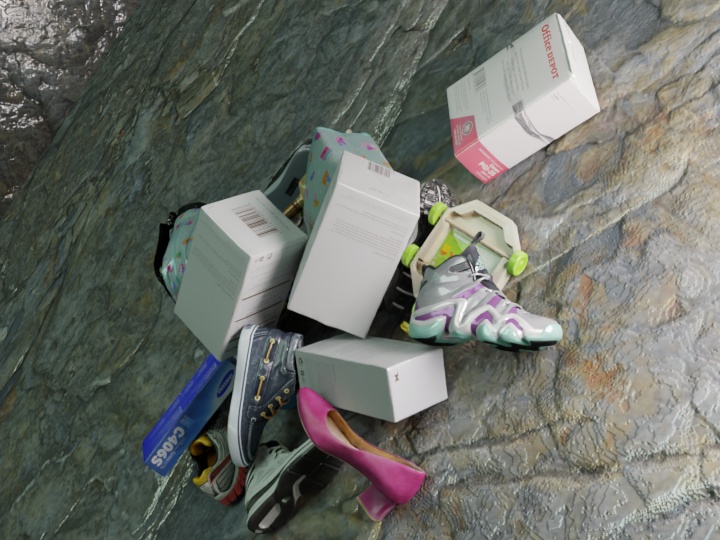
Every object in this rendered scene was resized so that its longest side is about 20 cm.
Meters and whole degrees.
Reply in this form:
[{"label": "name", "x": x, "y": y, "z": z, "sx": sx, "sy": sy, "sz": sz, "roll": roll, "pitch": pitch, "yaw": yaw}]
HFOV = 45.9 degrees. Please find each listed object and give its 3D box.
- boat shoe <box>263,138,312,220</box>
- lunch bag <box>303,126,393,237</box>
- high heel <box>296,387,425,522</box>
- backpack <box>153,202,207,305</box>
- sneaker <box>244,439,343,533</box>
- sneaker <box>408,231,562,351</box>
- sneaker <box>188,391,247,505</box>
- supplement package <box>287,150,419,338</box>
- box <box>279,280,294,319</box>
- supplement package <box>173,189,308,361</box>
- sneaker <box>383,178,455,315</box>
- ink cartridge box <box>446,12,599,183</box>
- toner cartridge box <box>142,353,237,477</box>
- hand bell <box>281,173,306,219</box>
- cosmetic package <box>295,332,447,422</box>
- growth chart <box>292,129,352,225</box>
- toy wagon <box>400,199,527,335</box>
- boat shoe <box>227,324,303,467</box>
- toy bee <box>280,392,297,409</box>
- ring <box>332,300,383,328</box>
[{"label": "boat shoe", "x": -0.132, "y": -0.153, "z": 1.526, "sx": 0.201, "sy": 0.072, "sz": 0.069, "roll": -57, "pitch": 14, "yaw": 29}, {"label": "lunch bag", "x": -0.025, "y": -0.090, "z": 1.311, "sx": 0.171, "sy": 0.119, "sz": 0.204, "roll": -119, "pitch": 38, "yaw": -52}, {"label": "high heel", "x": -0.002, "y": 0.211, "z": 1.076, "sx": 0.096, "sy": 0.067, "sz": 0.201, "roll": -47, "pitch": 64, "yaw": 23}, {"label": "backpack", "x": -0.288, "y": -0.021, "z": 1.537, "sx": 0.125, "sy": 0.167, "sz": 0.202, "roll": -31, "pitch": 26, "yaw": 22}, {"label": "sneaker", "x": -0.103, "y": 0.263, "z": 1.199, "sx": 0.201, "sy": 0.075, "sz": 0.116, "roll": -47, "pitch": 38, "yaw": 17}, {"label": "sneaker", "x": 0.154, "y": 0.022, "z": 1.040, "sx": 0.196, "sy": 0.077, "sz": 0.143, "roll": 2, "pitch": 77, "yaw": 28}, {"label": "sneaker", "x": -0.225, "y": 0.263, "z": 1.337, "sx": 0.078, "sy": 0.082, "sz": 0.202, "roll": -40, "pitch": 37, "yaw": 23}, {"label": "supplement package", "x": -0.009, "y": -0.035, "z": 1.166, "sx": 0.120, "sy": 0.119, "sz": 0.203, "roll": -83, "pitch": 16, "yaw": -63}, {"label": "box", "x": -0.158, "y": 0.026, "z": 1.431, "sx": 0.161, "sy": 0.049, "sz": 0.200, "roll": -57, "pitch": 20, "yaw": -5}, {"label": "supplement package", "x": -0.176, "y": 0.007, "z": 1.232, "sx": 0.117, "sy": 0.116, "sz": 0.202, "roll": 41, "pitch": 129, "yaw": 23}, {"label": "sneaker", "x": 0.081, "y": -0.029, "z": 1.230, "sx": 0.204, "sy": 0.073, "sz": 0.079, "roll": -70, "pitch": 14, "yaw": -13}, {"label": "ink cartridge box", "x": 0.225, "y": -0.241, "z": 1.201, "sx": 0.198, "sy": 0.082, "sz": 0.149, "roll": -31, "pitch": 42, "yaw": 32}, {"label": "toner cartridge box", "x": -0.265, "y": 0.218, "z": 1.337, "sx": 0.201, "sy": 0.043, "sz": 0.095, "roll": -52, "pitch": 19, "yaw": -3}, {"label": "hand bell", "x": -0.111, "y": -0.104, "z": 1.423, "sx": 0.199, "sy": 0.104, "sz": 0.104, "roll": -42, "pitch": 37, "yaw": 0}, {"label": "cosmetic package", "x": 0.011, "y": 0.137, "z": 1.129, "sx": 0.198, "sy": 0.100, "sz": 0.073, "roll": 3, "pitch": 104, "yaw": 51}, {"label": "growth chart", "x": -0.083, "y": -0.153, "z": 1.549, "sx": 0.198, "sy": 0.018, "sz": 0.147, "roll": -33, "pitch": 42, "yaw": 30}, {"label": "toy wagon", "x": 0.124, "y": 0.006, "z": 1.133, "sx": 0.154, "sy": 0.039, "sz": 0.202, "roll": 34, "pitch": 91, "yaw": 34}, {"label": "boat shoe", "x": -0.131, "y": 0.182, "z": 1.200, "sx": 0.089, "sy": 0.071, "sz": 0.206, "roll": 6, "pitch": 94, "yaw": 12}, {"label": "toy bee", "x": -0.131, "y": 0.152, "z": 1.293, "sx": 0.200, "sy": 0.108, "sz": 0.132, "roll": -45, "pitch": 35, "yaw": 15}, {"label": "ring", "x": 0.000, "y": 0.000, "z": 1.332, "sx": 0.198, "sy": 0.019, "sz": 0.204, "roll": -29, "pitch": 43, "yaw": 31}]
